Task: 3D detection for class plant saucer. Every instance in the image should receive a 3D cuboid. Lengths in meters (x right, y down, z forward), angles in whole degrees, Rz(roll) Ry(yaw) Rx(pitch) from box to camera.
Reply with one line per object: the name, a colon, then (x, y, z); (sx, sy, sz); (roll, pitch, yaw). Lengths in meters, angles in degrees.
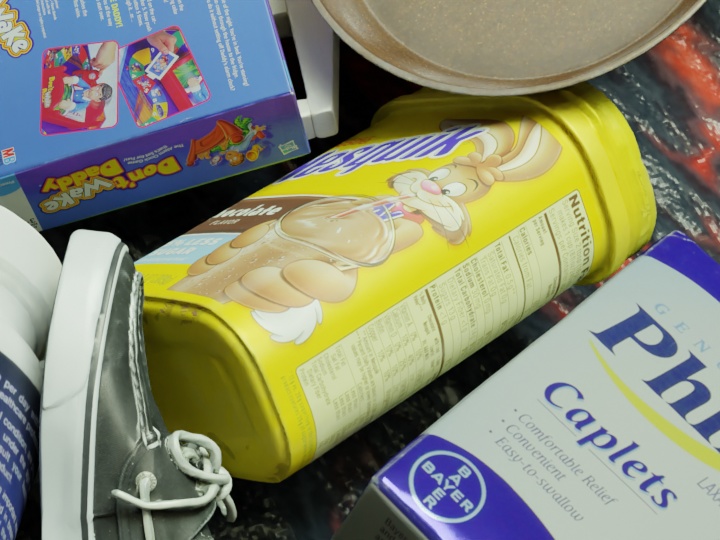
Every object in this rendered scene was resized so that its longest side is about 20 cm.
plant saucer: (0.069, -0.157, 0.864); (0.199, 0.035, 0.202); (-6, 69, 14)

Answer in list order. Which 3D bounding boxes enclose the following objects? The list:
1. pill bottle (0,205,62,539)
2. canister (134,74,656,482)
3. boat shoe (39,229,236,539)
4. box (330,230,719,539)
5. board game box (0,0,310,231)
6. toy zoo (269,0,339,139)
pill bottle: (-0.176, 0.073, 0.751); (0.115, 0.116, 0.201); (18, 52, -6)
canister: (0.000, 0.000, 0.848); (0.200, 0.148, 0.087); (-32, 110, -31)
boat shoe: (-0.079, 0.086, 0.758); (0.068, 0.074, 0.201); (0, 81, 0)
box: (0.115, 0.114, 0.832); (0.184, 0.105, 0.200); (44, 53, 13)
board game box: (-0.110, -0.122, 0.894); (0.134, 0.045, 0.201); (-15, 59, 0)
toy zoo: (-0.088, -0.102, 0.918); (0.199, 0.020, 0.132); (-13, 59, 0)
